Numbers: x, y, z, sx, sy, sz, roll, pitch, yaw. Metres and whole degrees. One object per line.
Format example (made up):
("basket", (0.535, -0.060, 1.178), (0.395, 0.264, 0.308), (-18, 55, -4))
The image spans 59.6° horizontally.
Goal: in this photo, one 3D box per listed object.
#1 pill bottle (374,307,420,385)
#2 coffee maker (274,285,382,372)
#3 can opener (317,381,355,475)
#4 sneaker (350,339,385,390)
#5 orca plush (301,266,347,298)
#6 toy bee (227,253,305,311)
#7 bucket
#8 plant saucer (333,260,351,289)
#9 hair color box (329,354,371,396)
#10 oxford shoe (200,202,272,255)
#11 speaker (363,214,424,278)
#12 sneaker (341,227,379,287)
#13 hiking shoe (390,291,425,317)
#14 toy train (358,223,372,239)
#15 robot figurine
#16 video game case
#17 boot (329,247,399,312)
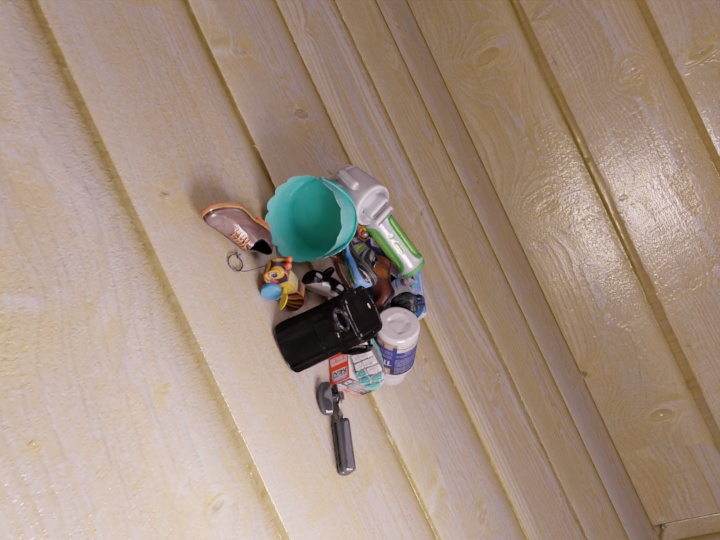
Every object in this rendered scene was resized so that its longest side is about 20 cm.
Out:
("pill bottle", (0.084, 0.196, 1.571), (0.202, 0.109, 0.112), (94, 1, -46))
("coffee maker", (-0.082, 0.123, 1.336), (0.191, 0.198, 0.136), (20, 48, -55))
("can opener", (-0.053, 0.346, 1.380), (0.066, 0.053, 0.202), (-3, 64, -23))
("sneaker", (0.006, 0.178, 1.467), (0.091, 0.077, 0.203), (7, 64, -74))
("orca plush", (-0.061, 0.028, 1.515), (0.198, 0.105, 0.072), (21, 77, -34))
("toy bee", (-0.174, 0.020, 1.361), (0.199, 0.108, 0.133), (19, 54, -53))
("bucket", (-0.110, -0.127, 1.497), (0.209, 0.205, 0.135), (64, 23, -1))
("plant saucer", (-0.016, -0.010, 1.731), (0.200, 0.032, 0.202), (40, 36, -37))
("hair color box", (-0.023, 0.191, 1.527), (0.111, 0.063, 0.202), (33, 40, -44))
("oxford shoe", (-0.254, -0.086, 1.335), (0.199, 0.071, 0.074), (20, 39, -53))
("speaker", (0.090, -0.078, 1.714), (0.201, 0.088, 0.089), (52, 30, -12))
("sneaker", (0.000, -0.035, 1.567), (0.082, 0.071, 0.201), (-4, 50, -16))
("hiking shoe", (0.127, 0.085, 1.621), (0.074, 0.087, 0.200), (40, -16, 12))
("toy train", (0.002, -0.130, 1.829), (0.200, 0.056, 0.150), (48, 4, -1))
("robot figurine", (-0.007, -0.194, 1.598), (0.200, 0.113, 0.170), (41, -8, 34))
("video game case", (0.096, 0.024, 1.762), (0.179, 0.045, 0.202), (17, 52, -31))
("boot", (0.000, 0.000, 1.620), (0.199, 0.068, 0.190), (33, 49, -13))
